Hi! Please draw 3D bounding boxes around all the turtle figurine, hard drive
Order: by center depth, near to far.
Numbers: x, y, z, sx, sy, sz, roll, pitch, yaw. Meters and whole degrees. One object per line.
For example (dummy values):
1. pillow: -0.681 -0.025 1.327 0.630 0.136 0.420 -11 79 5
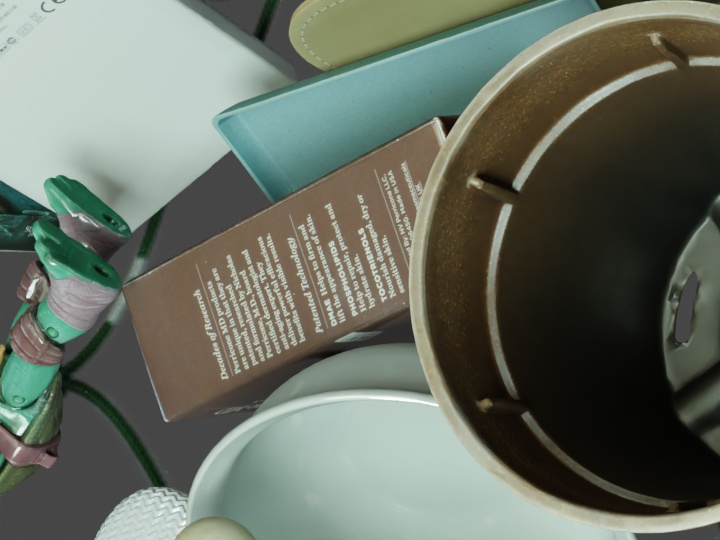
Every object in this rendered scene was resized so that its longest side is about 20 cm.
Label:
1. turtle figurine: -0.182 0.056 1.287 0.200 0.100 0.150 -51 32 17
2. hard drive: -0.141 -0.097 1.292 0.132 0.200 0.027 -38 46 20

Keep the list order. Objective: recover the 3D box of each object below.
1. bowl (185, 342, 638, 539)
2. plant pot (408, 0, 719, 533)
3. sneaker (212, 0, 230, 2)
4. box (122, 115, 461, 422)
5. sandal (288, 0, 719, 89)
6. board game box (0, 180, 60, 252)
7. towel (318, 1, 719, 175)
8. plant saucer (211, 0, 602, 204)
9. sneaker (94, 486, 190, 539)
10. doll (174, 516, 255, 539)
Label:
1. bowl: 0.030 0.099 1.203 0.200 0.201 0.091 -17 33 27
2. plant pot: 0.153 0.011 1.107 0.199 0.198 0.202 -5 80 28
3. sneaker: -0.054 -0.238 1.331 0.111 0.077 0.201 -14 82 21
4. box: 0.000 0.000 1.231 0.199 0.100 0.075 -25 78 37
5. sandal: 0.073 -0.141 1.233 0.211 0.078 0.070 -11 49 22
6. board game box: -0.239 -0.081 1.380 0.200 0.135 0.028 45 113 26
7. towel: 0.080 -0.079 1.260 0.200 0.031 0.149 -49 63 15
8. plant saucer: 0.032 -0.076 1.244 0.199 0.070 0.019 -17 37 28
9. sneaker: -0.095 0.199 1.270 0.075 0.115 0.201 24 93 30
10. doll: -0.053 0.187 1.190 0.136 0.201 0.049 -18 41 -14
